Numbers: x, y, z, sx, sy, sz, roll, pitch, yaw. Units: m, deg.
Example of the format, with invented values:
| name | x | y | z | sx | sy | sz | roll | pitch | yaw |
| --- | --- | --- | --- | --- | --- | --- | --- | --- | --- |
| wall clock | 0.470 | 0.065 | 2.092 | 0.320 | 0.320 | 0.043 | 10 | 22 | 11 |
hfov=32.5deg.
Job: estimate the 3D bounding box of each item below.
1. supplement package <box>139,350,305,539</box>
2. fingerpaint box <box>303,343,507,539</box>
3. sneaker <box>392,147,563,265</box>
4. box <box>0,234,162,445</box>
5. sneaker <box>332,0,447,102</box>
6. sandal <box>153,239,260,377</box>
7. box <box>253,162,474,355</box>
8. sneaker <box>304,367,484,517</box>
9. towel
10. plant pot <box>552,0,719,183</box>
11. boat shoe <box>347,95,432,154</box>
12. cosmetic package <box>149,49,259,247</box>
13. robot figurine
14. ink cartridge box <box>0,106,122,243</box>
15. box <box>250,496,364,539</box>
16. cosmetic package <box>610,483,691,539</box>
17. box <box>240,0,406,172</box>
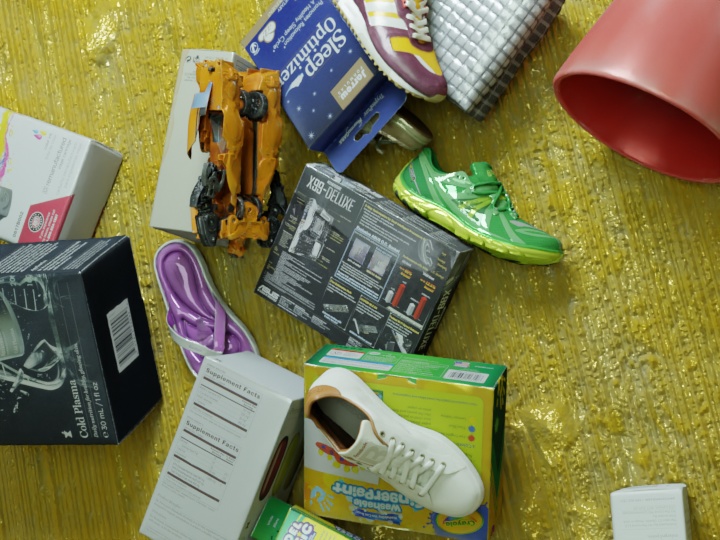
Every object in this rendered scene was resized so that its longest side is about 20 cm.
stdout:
| name | x | y | z | sx | sy | sz | roll | pitch | yaw |
| --- | --- | --- | --- | --- | --- | --- | --- | --- | --- |
| supplement package | -0.131 | 0.200 | 1.301 | 0.109 | 0.114 | 0.202 | 24 | 98 | 18 |
| fingerpaint box | 0.045 | 0.174 | 1.258 | 0.197 | 0.073 | 0.169 | 5 | 106 | 18 |
| sneaker | 0.127 | -0.068 | 1.294 | 0.199 | 0.074 | 0.084 | 30 | 93 | 18 |
| box | -0.345 | 0.078 | 1.355 | 0.194 | 0.124 | 0.202 | -3 | 109 | 18 |
| sneaker | 0.040 | -0.265 | 1.268 | 0.090 | 0.075 | 0.201 | -44 | 69 | 23 |
| sandal | -0.182 | 0.058 | 1.383 | 0.082 | 0.050 | 0.204 | -35 | 75 | 11 |
| box | 0.000 | 0.000 | 1.313 | 0.199 | 0.050 | 0.159 | 30 | 108 | 19 |
| sneaker | 0.026 | 0.179 | 1.181 | 0.199 | 0.085 | 0.073 | 35 | 110 | 6 |
| towel | 0.099 | -0.281 | 1.329 | 0.200 | 0.085 | 0.166 | 41 | 103 | 23 |
| plant pot | 0.314 | -0.212 | 1.206 | 0.199 | 0.200 | 0.179 | 27 | 82 | 19 |
| boat shoe | -0.007 | -0.173 | 1.357 | 0.199 | 0.073 | 0.063 | 34 | 101 | 30 |
| cosmetic package | -0.163 | -0.134 | 1.376 | 0.072 | 0.103 | 0.203 | 8 | 84 | 25 |
| robot figurine | -0.132 | -0.115 | 1.300 | 0.058 | 0.144 | 0.203 | 5 | 93 | 36 |
| ink cartridge box | -0.403 | -0.107 | 1.457 | 0.198 | 0.086 | 0.149 | 19 | 89 | 17 |
| box | -0.030 | 0.321 | 1.242 | 0.198 | 0.048 | 0.118 | 25 | 85 | 8 |
| cosmetic package | 0.285 | 0.309 | 1.177 | 0.073 | 0.102 | 0.203 | -7 | 81 | 17 |
| box | -0.041 | -0.217 | 1.322 | 0.121 | 0.032 | 0.201 | -45 | 63 | 25 |
